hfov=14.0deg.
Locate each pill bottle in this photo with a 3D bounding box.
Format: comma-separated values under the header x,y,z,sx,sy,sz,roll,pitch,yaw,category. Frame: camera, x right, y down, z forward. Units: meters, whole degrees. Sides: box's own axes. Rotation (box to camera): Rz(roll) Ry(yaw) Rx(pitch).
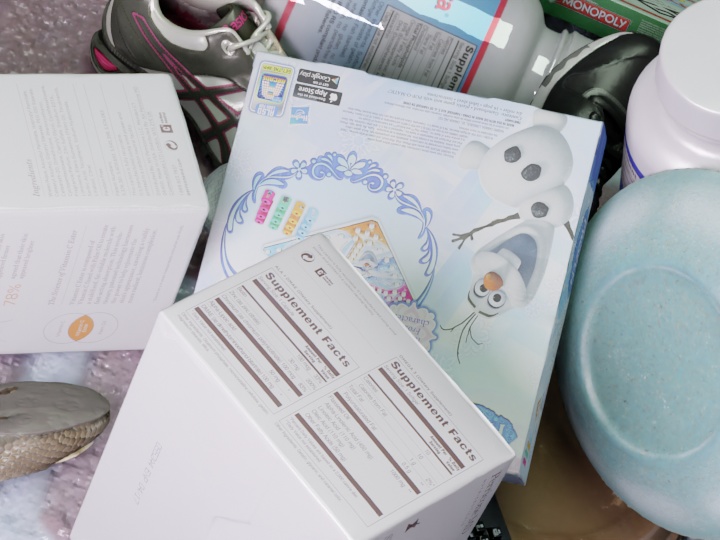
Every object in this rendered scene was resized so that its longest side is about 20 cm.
x,y,z,sx,sy,sz,roll,pitch,yaw,category
0.040,-0.140,1.773,0.199,0.109,0.109,24,47,-1,pill bottle
0.202,-0.061,1.643,0.111,0.200,0.113,0,56,1,pill bottle

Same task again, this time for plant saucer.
x,y,z,sx,sy,sz,roll,pitch,yaw,category
0.096,0.101,1.650,0.199,0.030,0.201,10,50,-12,plant saucer
0.169,0.047,1.565,0.039,0.201,0.201,-9,54,-46,plant saucer

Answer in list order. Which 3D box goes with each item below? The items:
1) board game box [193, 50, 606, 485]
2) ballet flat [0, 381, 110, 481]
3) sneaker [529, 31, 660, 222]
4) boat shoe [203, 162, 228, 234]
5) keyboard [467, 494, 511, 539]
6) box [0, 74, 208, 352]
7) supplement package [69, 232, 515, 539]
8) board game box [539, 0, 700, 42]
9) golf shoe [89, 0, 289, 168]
x,y,z,sx,sy,sz,roll,pitch,yaw,category
0.015,-0.002,1.595,0.199,0.043,0.200,13,78,11,board game box
-0.216,0.102,1.521,0.199,0.047,0.067,-19,29,-39,ballet flat
0.121,-0.050,1.693,0.200,0.076,0.087,-47,31,-7,sneaker
0.000,0.000,1.657,0.200,0.071,0.072,32,83,15,boat shoe
0.087,0.192,1.528,0.104,0.040,0.201,-2,64,-42,keyboard
-0.199,-0.029,1.568,0.199,0.125,0.098,-1,52,-23,box
-0.038,0.114,1.469,0.111,0.200,0.156,-27,66,-35,supplement package
0.212,-0.165,1.887,0.199,0.029,0.135,23,28,-1,board game box
-0.067,-0.106,1.720,0.199,0.088,0.077,32,46,5,golf shoe
